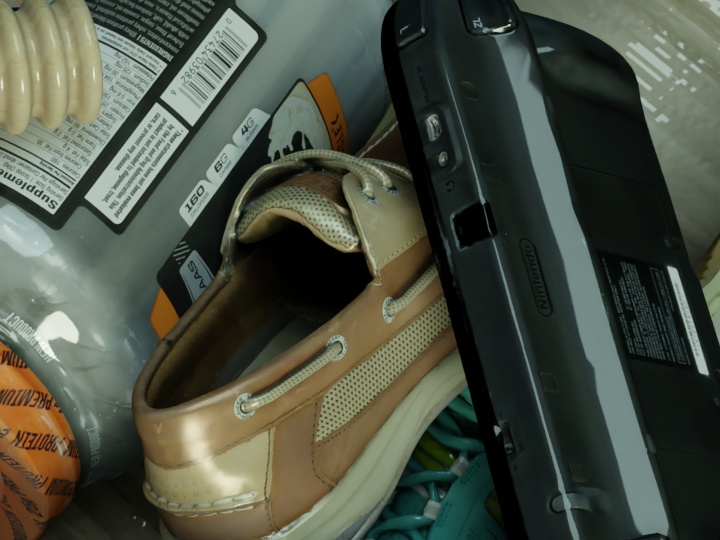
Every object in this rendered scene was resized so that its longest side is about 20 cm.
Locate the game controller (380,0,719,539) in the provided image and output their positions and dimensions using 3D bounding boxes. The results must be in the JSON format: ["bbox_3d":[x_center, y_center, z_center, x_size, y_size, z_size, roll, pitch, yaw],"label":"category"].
[{"bbox_3d":[0.062,0.013,0.776,0.104,0.042,0.201,20,50,-52],"label":"game controller"}]

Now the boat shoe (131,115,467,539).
[{"bbox_3d":[0.000,0.000,0.792,0.075,0.072,0.200,-1,40,33],"label":"boat shoe"}]

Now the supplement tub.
[{"bbox_3d":[-0.082,-0.023,0.837,0.122,0.123,0.200,28,57,9],"label":"supplement tub"}]

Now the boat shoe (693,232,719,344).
[{"bbox_3d":[0.113,0.045,0.853,0.066,0.074,0.200,29,52,10],"label":"boat shoe"}]

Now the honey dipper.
[{"bbox_3d":[-0.167,-0.042,0.734,0.199,0.038,0.038,-10,59,-18],"label":"honey dipper"}]

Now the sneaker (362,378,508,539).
[{"bbox_3d":[0.023,0.056,0.829,0.077,0.080,0.200,27,57,7],"label":"sneaker"}]
